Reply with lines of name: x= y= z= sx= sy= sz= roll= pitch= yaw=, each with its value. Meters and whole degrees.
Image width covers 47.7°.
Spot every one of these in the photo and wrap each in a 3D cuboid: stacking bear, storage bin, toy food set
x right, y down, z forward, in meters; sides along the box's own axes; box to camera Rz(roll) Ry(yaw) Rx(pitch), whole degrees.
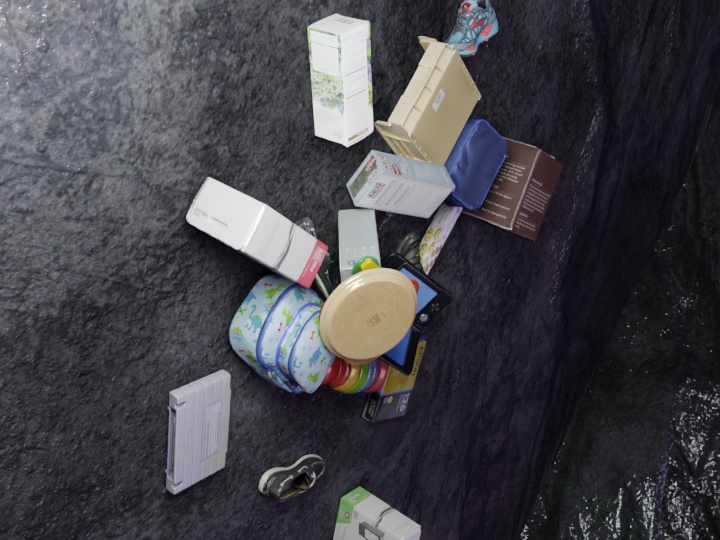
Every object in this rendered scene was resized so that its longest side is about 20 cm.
stacking bear: x=-0.042 y=0.200 z=1.701 sx=0.198 sy=0.113 sz=0.123 roll=10 pitch=108 yaw=-50
storage bin: x=0.135 y=-0.329 z=1.646 sx=0.203 sy=0.093 sz=0.198 roll=-61 pitch=146 yaw=-8
toy food set: x=0.017 y=0.077 z=1.456 sx=0.198 sy=0.049 sz=0.200 roll=-44 pitch=128 yaw=7

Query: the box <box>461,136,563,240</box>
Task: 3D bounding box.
box: x=0.363 y=-0.202 z=1.979 sx=0.165 sy=0.162 sz=0.204 roll=14 pitch=98 yaw=-55

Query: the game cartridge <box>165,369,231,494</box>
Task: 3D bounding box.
game cartridge: x=-0.291 y=0.288 z=1.464 sx=0.129 sy=0.038 sz=0.204 roll=-23 pitch=127 yaw=-52

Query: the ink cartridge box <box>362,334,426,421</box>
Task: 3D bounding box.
ink cartridge box: x=0.099 y=0.262 z=1.992 sx=0.198 sy=0.046 sz=0.202 roll=1 pitch=107 yaw=-52

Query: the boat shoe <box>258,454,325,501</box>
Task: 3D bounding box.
boat shoe: x=-0.133 y=0.450 z=1.758 sx=0.198 sy=0.060 sz=0.075 roll=4 pitch=105 yaw=-56

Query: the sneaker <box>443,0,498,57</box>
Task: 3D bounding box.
sneaker: x=0.214 y=-0.507 z=1.683 sx=0.200 sy=0.078 sz=0.097 roll=-47 pitch=134 yaw=-41

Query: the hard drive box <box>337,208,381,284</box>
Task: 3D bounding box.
hard drive box: x=0.000 y=0.000 z=1.565 sx=0.202 sy=0.075 sz=0.158 roll=-96 pitch=-179 yaw=-54

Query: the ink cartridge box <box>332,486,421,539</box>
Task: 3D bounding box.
ink cartridge box: x=0.037 y=0.651 z=1.993 sx=0.083 sy=0.198 sz=0.148 roll=-13 pitch=120 yaw=-50

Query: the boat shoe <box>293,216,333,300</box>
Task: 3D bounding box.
boat shoe: x=-0.083 y=-0.025 z=1.534 sx=0.066 sy=0.074 sz=0.201 roll=-41 pitch=131 yaw=-14

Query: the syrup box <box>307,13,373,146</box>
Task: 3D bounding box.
syrup box: x=-0.033 y=-0.329 z=1.419 sx=0.081 sy=0.078 sz=0.203 roll=-36 pitch=136 yaw=-38

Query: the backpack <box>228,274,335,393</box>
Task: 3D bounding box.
backpack: x=-0.128 y=0.113 z=1.488 sx=0.185 sy=0.145 sz=0.200 roll=-60 pitch=143 yaw=-15

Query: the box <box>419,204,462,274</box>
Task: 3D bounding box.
box: x=0.172 y=-0.073 z=1.899 sx=0.202 sy=0.041 sz=0.039 roll=-61 pitch=146 yaw=-8

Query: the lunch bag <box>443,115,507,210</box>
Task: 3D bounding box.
lunch bag: x=0.215 y=-0.246 z=1.778 sx=0.135 sy=0.131 sz=0.203 roll=35 pitch=81 yaw=-40

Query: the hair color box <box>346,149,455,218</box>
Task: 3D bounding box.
hair color box: x=0.081 y=-0.168 z=1.611 sx=0.197 sy=0.061 sz=0.099 roll=5 pitch=138 yaw=-39

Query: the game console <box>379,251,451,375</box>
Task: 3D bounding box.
game console: x=0.087 y=0.093 z=1.734 sx=0.199 sy=0.117 sz=0.176 roll=35 pitch=112 yaw=-30

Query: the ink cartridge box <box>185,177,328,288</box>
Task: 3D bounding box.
ink cartridge box: x=-0.166 y=-0.059 z=1.330 sx=0.199 sy=0.144 sz=0.086 roll=30 pitch=86 yaw=-57

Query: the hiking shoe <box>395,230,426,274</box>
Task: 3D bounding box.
hiking shoe: x=0.125 y=0.011 z=1.823 sx=0.075 sy=0.099 sz=0.204 roll=-30 pitch=134 yaw=-50
